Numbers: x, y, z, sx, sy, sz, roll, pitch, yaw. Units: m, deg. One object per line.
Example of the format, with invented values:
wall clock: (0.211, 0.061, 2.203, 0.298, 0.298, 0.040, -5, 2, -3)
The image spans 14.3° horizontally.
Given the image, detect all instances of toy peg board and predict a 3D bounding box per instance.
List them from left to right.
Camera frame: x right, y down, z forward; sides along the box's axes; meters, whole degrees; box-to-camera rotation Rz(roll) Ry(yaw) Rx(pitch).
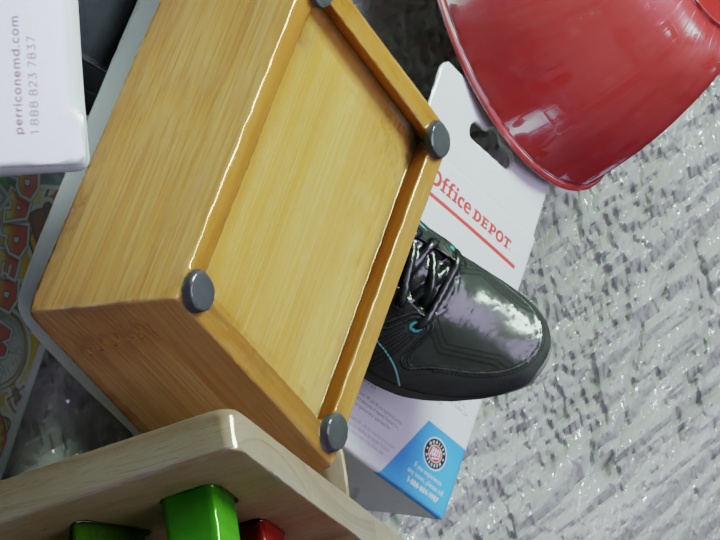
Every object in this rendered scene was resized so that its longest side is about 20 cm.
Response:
toy peg board: (-0.092, 0.159, 1.157, 0.199, 0.200, 0.098, 44, 33, -56)

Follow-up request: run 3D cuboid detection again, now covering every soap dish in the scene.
soap dish: (-0.044, -0.024, 1.159, 0.157, 0.081, 0.200, 51, 50, -45)

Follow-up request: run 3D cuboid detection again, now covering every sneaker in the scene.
sneaker: (0.000, 0.000, 1.319, 0.200, 0.079, 0.076, 25, 69, -7)

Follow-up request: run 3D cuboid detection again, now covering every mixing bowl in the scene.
mixing bowl: (0.129, -0.151, 1.473, 0.200, 0.108, 0.200, 40, 41, -46)

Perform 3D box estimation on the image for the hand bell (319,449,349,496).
hand bell: (-0.115, 0.103, 1.213, 0.200, 0.104, 0.104, -12, 103, -24)

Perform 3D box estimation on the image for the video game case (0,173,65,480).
video game case: (-0.202, 0.020, 1.193, 0.182, 0.023, 0.200, 35, 65, -47)

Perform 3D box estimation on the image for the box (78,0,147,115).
box: (-0.121, -0.176, 1.203, 0.122, 0.106, 0.200, 29, 70, -58)

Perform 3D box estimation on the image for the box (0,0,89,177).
box: (-0.212, -0.128, 1.027, 0.200, 0.131, 0.199, -4, 94, -23)

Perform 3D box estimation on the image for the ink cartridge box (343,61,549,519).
ink cartridge box: (0.016, 0.008, 1.426, 0.116, 0.068, 0.200, 40, 63, -45)
